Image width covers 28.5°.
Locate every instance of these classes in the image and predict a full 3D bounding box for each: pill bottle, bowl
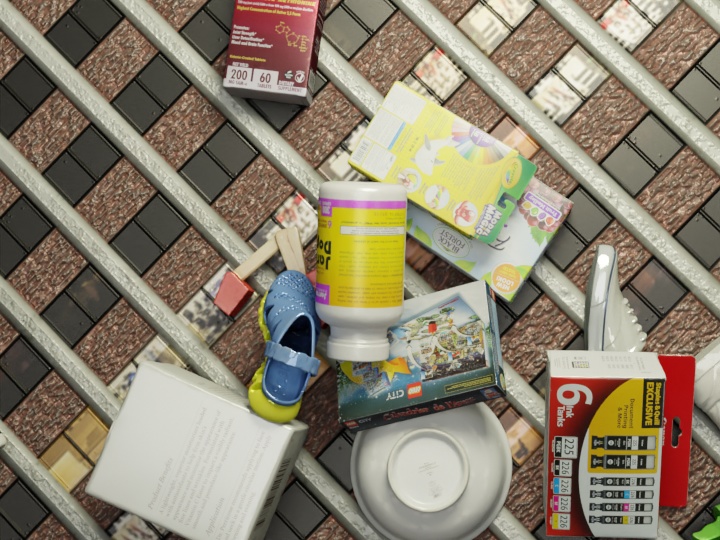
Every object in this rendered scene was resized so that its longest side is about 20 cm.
[{"bbox_3d":[0.000,0.000,1.633,0.103,0.104,0.202,2,95,5],"label":"pill bottle"},{"bbox_3d":[0.081,0.234,1.681,0.199,0.090,0.203,-1,85,6],"label":"bowl"}]

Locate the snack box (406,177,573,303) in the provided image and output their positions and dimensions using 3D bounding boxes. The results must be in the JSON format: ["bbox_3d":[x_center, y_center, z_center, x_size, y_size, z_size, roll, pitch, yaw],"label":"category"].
[{"bbox_3d":[0.137,-0.074,1.719,0.199,0.053,0.143,34,90,8],"label":"snack box"}]

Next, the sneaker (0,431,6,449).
[{"bbox_3d":[-0.545,0.205,1.749,0.198,0.073,0.113,-22,85,5],"label":"sneaker"}]

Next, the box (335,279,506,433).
[{"bbox_3d":[0.067,0.102,1.669,0.198,0.038,0.138,-15,59,19],"label":"box"}]

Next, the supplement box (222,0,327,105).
[{"bbox_3d":[-0.101,-0.313,1.757,0.108,0.061,0.202,7,85,6],"label":"supplement box"}]

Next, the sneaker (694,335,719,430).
[{"bbox_3d":[0.479,0.108,1.658,0.200,0.074,0.116,-42,85,19],"label":"sneaker"}]

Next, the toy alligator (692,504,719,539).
[{"bbox_3d":[0.485,0.289,1.660,0.198,0.060,0.055,-7,44,5],"label":"toy alligator"}]

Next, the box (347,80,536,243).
[{"bbox_3d":[0.099,-0.124,1.678,0.199,0.048,0.118,32,89,12],"label":"box"}]

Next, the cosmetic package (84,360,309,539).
[{"bbox_3d":[-0.187,0.220,1.669,0.199,0.165,0.166,24,87,6],"label":"cosmetic package"}]

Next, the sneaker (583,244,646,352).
[{"bbox_3d":[0.303,0.071,1.688,0.070,0.073,0.202,1,95,3],"label":"sneaker"}]

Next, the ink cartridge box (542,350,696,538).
[{"bbox_3d":[0.300,0.200,1.634,0.174,0.084,0.202,0,108,5],"label":"ink cartridge box"}]

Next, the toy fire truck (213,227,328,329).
[{"bbox_3d":[-0.071,-0.004,1.734,0.141,0.049,0.201,35,90,7],"label":"toy fire truck"}]

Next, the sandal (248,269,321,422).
[{"bbox_3d":[-0.075,0.075,1.624,0.079,0.087,0.201,17,45,-18],"label":"sandal"}]
